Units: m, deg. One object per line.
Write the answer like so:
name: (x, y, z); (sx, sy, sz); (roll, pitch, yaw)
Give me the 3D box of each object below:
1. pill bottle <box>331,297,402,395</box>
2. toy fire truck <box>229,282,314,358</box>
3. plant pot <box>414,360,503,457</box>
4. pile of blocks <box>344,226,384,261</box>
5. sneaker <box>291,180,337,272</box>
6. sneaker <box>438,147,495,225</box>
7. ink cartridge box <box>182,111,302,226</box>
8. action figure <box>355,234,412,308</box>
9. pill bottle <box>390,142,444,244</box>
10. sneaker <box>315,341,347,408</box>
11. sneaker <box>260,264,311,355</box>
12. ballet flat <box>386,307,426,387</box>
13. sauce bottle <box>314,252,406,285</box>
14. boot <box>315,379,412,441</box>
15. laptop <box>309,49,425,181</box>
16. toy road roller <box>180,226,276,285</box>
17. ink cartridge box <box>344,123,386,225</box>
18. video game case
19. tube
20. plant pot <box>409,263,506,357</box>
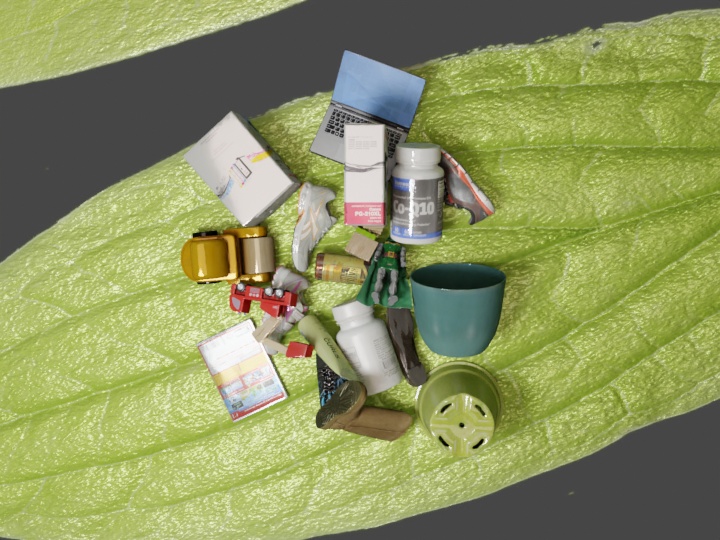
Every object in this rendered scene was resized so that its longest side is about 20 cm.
pill bottle: (0.010, 0.162, 1.725); (0.114, 0.114, 0.201); (-19, 93, 6)
toy fire truck: (-0.192, 0.107, 1.688); (0.199, 0.049, 0.142); (8, 86, 16)
plant pot: (0.213, 0.308, 1.684); (0.199, 0.184, 0.202); (0, 95, 4)
pile of blocks: (0.013, -0.116, 1.724); (0.082, 0.062, 0.201); (3, 84, 4)
sneaker: (-0.099, -0.092, 1.738); (0.091, 0.076, 0.201); (8, 96, 0)
sneaker: (0.203, -0.181, 1.704); (0.082, 0.077, 0.200); (-39, 90, 13)
ink cartridge box: (-0.247, -0.214, 1.702); (0.145, 0.147, 0.200); (-41, 90, 6)
action figure: (0.060, -0.009, 1.685); (0.117, 0.201, 0.055); (11, 136, -2)
pill bottle: (0.120, -0.164, 1.672); (0.113, 0.114, 0.201); (1, 107, 5)
sneaker: (-0.060, 0.253, 1.755); (0.073, 0.082, 0.201); (-9, 93, 7)
sneaker: (-0.163, 0.094, 1.752); (0.088, 0.081, 0.201); (14, 96, 5)
ballet flat: (0.096, 0.162, 1.754); (0.067, 0.046, 0.201); (-19, 91, -27)
sauce bottle: (0.000, 0.000, 1.738); (0.199, 0.066, 0.066); (5, 95, 3)
boot: (0.027, 0.301, 1.686); (0.199, 0.066, 0.175); (17, 141, -31)
laptop: (0.013, -0.327, 1.681); (0.186, 0.116, 0.201); (21, 71, 3)
toy road roller: (-0.292, -0.027, 1.720); (0.199, 0.146, 0.124); (-4, 94, 5)
ink cartridge box: (0.012, -0.192, 1.613); (0.084, 0.145, 0.201); (1, 93, 4)
video game case: (-0.269, 0.228, 1.803); (0.142, 0.017, 0.201); (-25, 92, 6)
tube: (-0.067, 0.172, 1.693); (0.058, 0.200, 0.052); (-15, 132, -26)
plant pot: (0.204, 0.088, 1.669); (0.199, 0.201, 0.162); (1, 106, 5)
